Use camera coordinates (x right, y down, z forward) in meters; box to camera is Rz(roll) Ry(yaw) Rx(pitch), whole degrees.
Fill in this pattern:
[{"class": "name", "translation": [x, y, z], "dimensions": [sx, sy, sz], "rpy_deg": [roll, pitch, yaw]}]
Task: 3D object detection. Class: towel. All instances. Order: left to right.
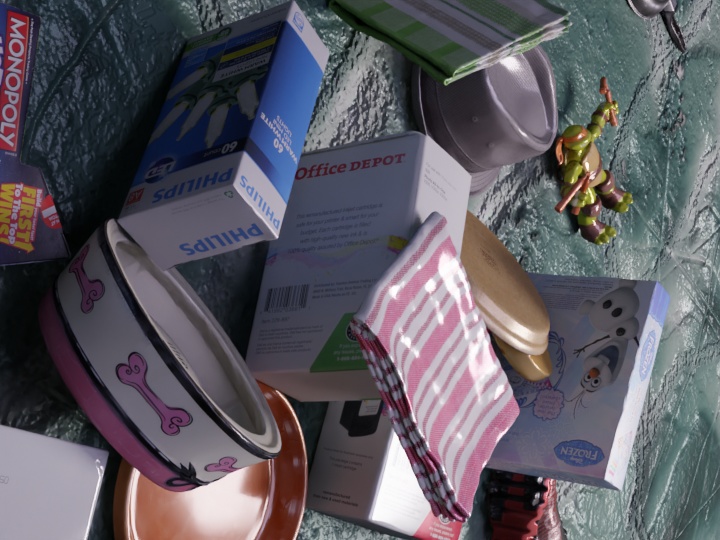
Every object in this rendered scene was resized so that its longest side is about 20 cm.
[{"class": "towel", "translation": [0.065, 0.073, 0.948], "dimensions": [0.146, 0.030, 0.201], "rpy_deg": [-54, 129, -46]}, {"class": "towel", "translation": [0.084, -0.232, 1.142], "dimensions": [0.200, 0.149, 0.031], "rpy_deg": [-30, 146, -43]}]

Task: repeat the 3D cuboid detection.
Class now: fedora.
[{"class": "fedora", "translation": [0.136, -0.170, 1.231], "dimensions": [0.177, 0.090, 0.200], "rpy_deg": [-56, 131, -32]}]

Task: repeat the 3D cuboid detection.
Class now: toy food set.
[{"class": "toy food set", "translation": [0.105, 0.005, 1.164], "dimensions": [0.200, 0.049, 0.198], "rpy_deg": [29, 27, -43]}]

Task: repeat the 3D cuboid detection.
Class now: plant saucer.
[{"class": "plant saucer", "translation": [-0.120, 0.178, 0.998], "dimensions": [0.200, 0.032, 0.201], "rpy_deg": [-3, 94, -50]}]

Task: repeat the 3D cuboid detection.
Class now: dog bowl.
[{"class": "dog bowl", "translation": [-0.141, 0.065, 0.857], "dimensions": [0.074, 0.200, 0.200], "rpy_deg": [-35, 128, 3]}]

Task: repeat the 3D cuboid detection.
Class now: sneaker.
[{"class": "sneaker", "translation": [0.182, 0.272, 1.333], "dimensions": [0.098, 0.071, 0.201], "rpy_deg": [6, 90, -50]}]

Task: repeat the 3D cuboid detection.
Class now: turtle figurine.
[{"class": "turtle figurine", "translation": [0.251, -0.104, 1.394], "dimensions": [0.161, 0.064, 0.200], "rpy_deg": [60, 41, -43]}]

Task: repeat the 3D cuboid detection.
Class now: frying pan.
[{"class": "frying pan", "translation": [0.370, -0.337, 1.551], "dimensions": [0.115, 0.031, 0.191], "rpy_deg": [-43, 121, -38]}]

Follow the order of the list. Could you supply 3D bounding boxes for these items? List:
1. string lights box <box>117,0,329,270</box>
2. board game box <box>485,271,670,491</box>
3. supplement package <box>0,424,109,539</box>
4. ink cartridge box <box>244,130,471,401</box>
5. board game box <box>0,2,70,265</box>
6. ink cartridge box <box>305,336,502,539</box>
[{"class": "string lights box", "translation": [-0.095, -0.101, 0.908], "dimensions": [0.059, 0.102, 0.201], "rpy_deg": [53, 35, -37]}, {"class": "board game box", "translation": [0.184, 0.102, 1.223], "dimensions": [0.043, 0.199, 0.200], "rpy_deg": [39, 64, -45]}, {"class": "supplement package", "translation": [-0.277, 0.159, 0.747], "dimensions": [0.200, 0.111, 0.156], "rpy_deg": [25, 73, -47]}, {"class": "ink cartridge box", "translation": [0.000, 0.000, 1.018], "dimensions": [0.087, 0.145, 0.201], "rpy_deg": [33, 58, -48]}, {"class": "board game box", "translation": [-0.271, -0.074, 0.779], "dimensions": [0.200, 0.062, 0.201], "rpy_deg": [14, 82, -51]}, {"class": "ink cartridge box", "translation": [0.043, 0.141, 1.149], "dimensions": [0.146, 0.083, 0.201], "rpy_deg": [30, 70, -46]}]
